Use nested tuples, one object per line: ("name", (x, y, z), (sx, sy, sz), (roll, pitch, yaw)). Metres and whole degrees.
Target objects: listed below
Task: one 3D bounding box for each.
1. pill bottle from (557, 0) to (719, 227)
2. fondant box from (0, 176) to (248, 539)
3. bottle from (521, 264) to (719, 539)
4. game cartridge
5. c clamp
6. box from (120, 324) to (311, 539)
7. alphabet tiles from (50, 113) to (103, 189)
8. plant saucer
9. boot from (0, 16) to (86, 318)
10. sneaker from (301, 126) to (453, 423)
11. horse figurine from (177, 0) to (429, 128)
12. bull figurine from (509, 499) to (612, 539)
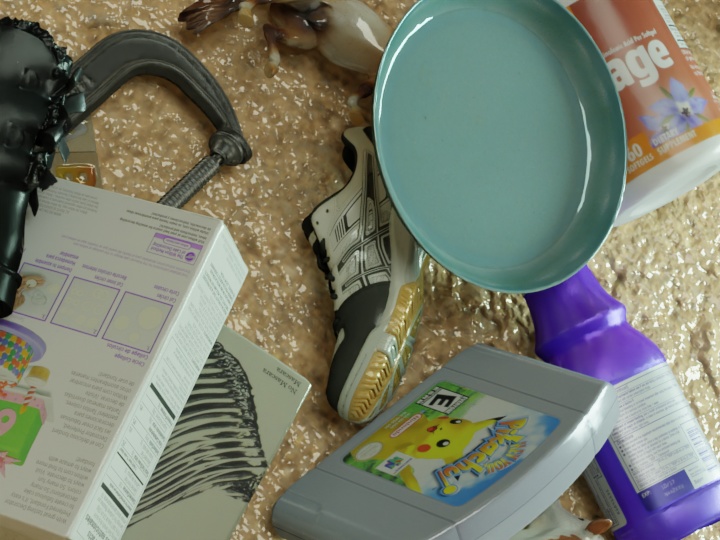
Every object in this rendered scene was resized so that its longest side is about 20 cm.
("pill bottle", (0.164, -0.141, 1.430), (0.112, 0.112, 0.201), (-23, 80, -31))
("fondant box", (-0.170, 0.052, 1.172), (0.143, 0.058, 0.201), (15, 64, 23))
("bottle", (0.165, 0.083, 1.362), (0.083, 0.065, 0.201), (-21, 79, -31))
("game cartridge", (0.058, 0.116, 1.266), (0.200, 0.133, 0.041), (-36, 128, -32))
("c clamp", (-0.139, -0.052, 1.299), (0.170, 0.027, 0.200), (37, 60, 0))
("box", (-0.111, 0.132, 1.212), (0.082, 0.068, 0.201), (32, 59, -9))
("alphabet tiles", (-0.225, -0.007, 1.255), (0.166, 0.008, 0.202), (-3, 70, -26))
("plant saucer", (0.084, -0.084, 1.320), (0.199, 0.027, 0.202), (6, 80, -33))
("boot", (-0.255, -0.072, 1.156), (0.197, 0.073, 0.164), (14, 70, -11))
("sneaker", (0.000, 0.000, 1.330), (0.087, 0.076, 0.201), (13, 65, 8))
("horse figurine", (-0.015, -0.147, 1.371), (0.199, 0.050, 0.133), (28, 29, -1))
("bull figurine", (0.085, 0.215, 1.271), (0.121, 0.065, 0.201), (20, 59, -11))
